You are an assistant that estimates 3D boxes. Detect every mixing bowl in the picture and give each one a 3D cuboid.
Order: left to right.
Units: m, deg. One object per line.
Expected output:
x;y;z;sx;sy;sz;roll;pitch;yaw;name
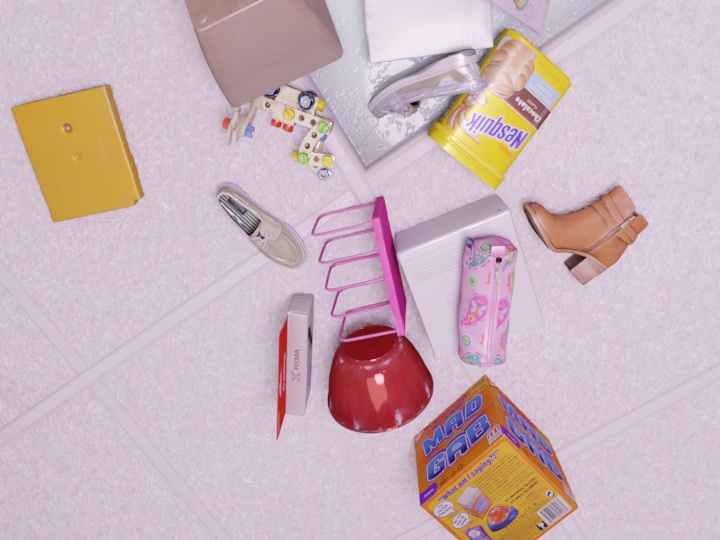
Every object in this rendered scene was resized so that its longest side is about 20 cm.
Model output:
0.026;0.168;1.072;0.194;0.202;0.111;-9;120;5;mixing bowl

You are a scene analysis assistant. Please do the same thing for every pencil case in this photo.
0.197;0.048;0.968;0.084;0.088;0.206;2;110;1;pencil case

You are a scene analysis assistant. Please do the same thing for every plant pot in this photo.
-0.159;-0.387;0.875;0.195;0.177;0.205;-21;84;9;plant pot

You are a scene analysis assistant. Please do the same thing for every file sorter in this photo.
0.000;0.000;1.059;0.122;0.140;0.206;-11;109;9;file sorter

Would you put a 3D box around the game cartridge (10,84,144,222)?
-0.481;-0.198;1.065;0.171;0.033;0.206;-10;111;5;game cartridge

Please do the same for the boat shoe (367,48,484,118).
0.097;-0.276;0.963;0.198;0.074;0.066;-17;100;34;boat shoe

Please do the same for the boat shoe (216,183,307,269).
-0.176;-0.069;1.079;0.199;0.062;0.072;39;106;-12;boat shoe

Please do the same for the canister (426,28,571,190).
0.221;-0.256;0.988;0.147;0.087;0.202;33;105;-15;canister

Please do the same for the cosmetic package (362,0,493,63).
0.102;-0.389;0.953;0.193;0.081;0.116;-4;109;4;cosmetic package

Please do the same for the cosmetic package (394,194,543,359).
0.182;0.008;1.062;0.194;0.123;0.204;-20;109;8;cosmetic package

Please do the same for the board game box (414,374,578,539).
0.238;0.368;1.142;0.200;0.201;0.200;43;105;-12;board game box

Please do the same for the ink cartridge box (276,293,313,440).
-0.114;0.167;1.099;0.042;0.174;0.206;4;110;0;ink cartridge box

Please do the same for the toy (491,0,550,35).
0.223;-0.435;0.902;0.047;0.197;0.119;22;103;37;toy

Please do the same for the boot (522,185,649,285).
0.383;-0.085;1.047;0.199;0.077;0.155;42;107;-14;boot

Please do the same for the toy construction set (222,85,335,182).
-0.124;-0.235;1.013;0.194;0.093;0.134;15;110;-15;toy construction set
